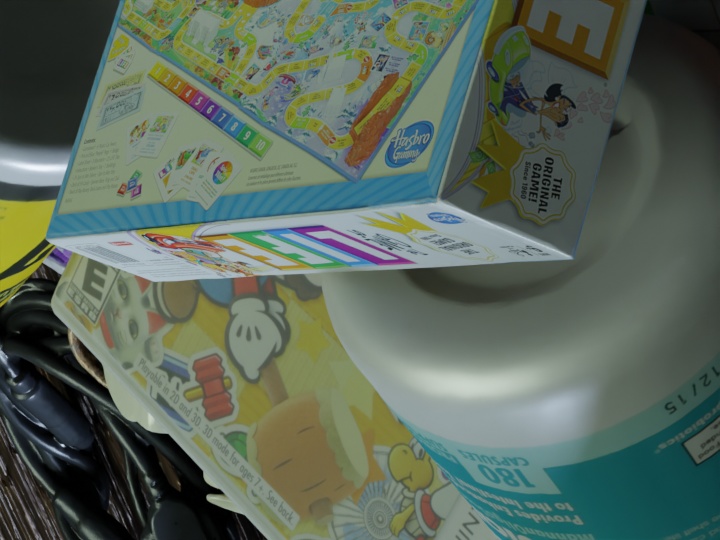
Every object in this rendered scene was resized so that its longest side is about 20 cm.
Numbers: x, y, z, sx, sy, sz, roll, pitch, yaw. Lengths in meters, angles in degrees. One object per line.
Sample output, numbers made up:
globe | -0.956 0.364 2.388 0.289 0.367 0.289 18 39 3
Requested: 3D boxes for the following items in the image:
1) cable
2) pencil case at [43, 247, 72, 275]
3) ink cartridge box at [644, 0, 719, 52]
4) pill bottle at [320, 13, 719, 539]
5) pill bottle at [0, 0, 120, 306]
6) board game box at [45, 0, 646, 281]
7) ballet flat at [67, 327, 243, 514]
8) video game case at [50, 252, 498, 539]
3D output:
cable | -0.108 0.087 1.172 0.163 0.051 0.200 15 133 62
pencil case | -0.052 0.001 0.923 0.200 0.085 0.084 37 153 37
ink cartridge box | 0.084 -0.106 0.604 0.200 0.050 0.109 8 125 59
pill bottle | 0.079 0.035 0.663 0.111 0.111 0.200 32 166 44
pill bottle | -0.141 -0.044 0.859 0.114 0.114 0.200 57 145 5
board game box | -0.001 -0.067 0.603 0.034 0.135 0.200 21 169 -26
ballet flat | -0.042 0.057 0.974 0.200 0.067 0.068 30 119 44
video game case | 0.000 0.000 0.806 0.200 0.023 0.182 44 121 29
